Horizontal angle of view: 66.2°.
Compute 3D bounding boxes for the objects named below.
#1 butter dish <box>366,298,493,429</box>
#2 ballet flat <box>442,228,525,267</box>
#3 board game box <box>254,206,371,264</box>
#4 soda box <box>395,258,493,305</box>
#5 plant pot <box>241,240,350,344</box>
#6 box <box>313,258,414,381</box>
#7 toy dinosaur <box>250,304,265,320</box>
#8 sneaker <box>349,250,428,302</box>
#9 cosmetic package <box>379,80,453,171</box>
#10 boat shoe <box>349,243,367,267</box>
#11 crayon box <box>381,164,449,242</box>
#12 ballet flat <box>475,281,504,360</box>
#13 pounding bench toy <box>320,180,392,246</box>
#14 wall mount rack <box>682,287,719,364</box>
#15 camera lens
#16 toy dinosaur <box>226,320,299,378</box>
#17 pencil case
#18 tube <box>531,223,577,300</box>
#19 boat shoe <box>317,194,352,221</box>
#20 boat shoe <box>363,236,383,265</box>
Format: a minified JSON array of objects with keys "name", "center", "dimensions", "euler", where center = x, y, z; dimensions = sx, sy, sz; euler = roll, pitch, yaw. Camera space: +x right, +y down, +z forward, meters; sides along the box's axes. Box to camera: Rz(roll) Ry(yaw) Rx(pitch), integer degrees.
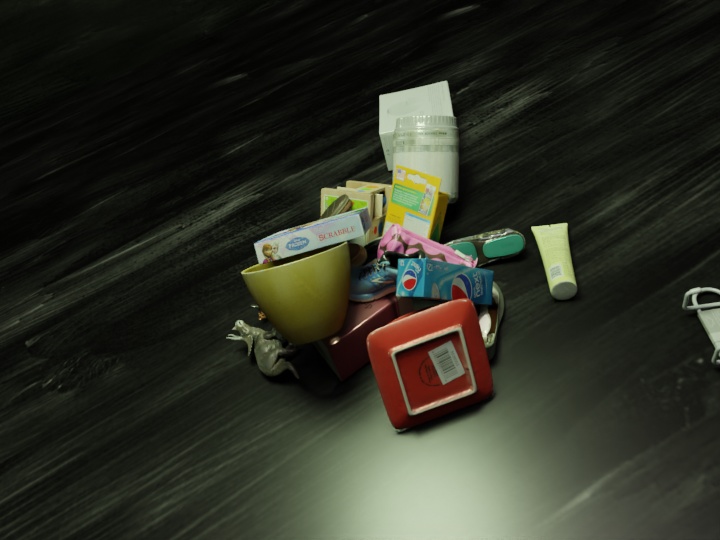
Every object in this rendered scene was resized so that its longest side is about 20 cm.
[{"name":"butter dish","center":[0.115,0.144,0.982],"dimensions":[0.194,0.205,0.148],"euler":[-19,20,0]},{"name":"ballet flat","center":[0.252,-0.045,1.186],"dimensions":[0.194,0.073,0.073],"euler":[-12,44,8]},{"name":"board game box","center":[-0.081,-0.070,1.042],"dimensions":[0.194,0.042,0.200],"euler":[-15,8,7]},{"name":"soda box","center":[0.152,0.023,0.976],"dimensions":[0.067,0.196,0.066],"euler":[-1,84,47]},{"name":"plant pot","center":[-0.097,0.044,0.973],"dimensions":[0.194,0.146,0.200],"euler":[-15,7,2]},{"name":"box","center":[-0.003,0.095,1.097],"dimensions":[0.198,0.111,0.128],"euler":[-34,45,-15]},{"name":"toy dinosaur","center":[-0.160,0.049,1.183],"dimensions":[0.132,0.199,0.106],"euler":[12,94,20]},{"name":"sneaker","center":[0.041,-0.004,1.032],"dimensions":[0.194,0.091,0.080],"euler":[-10,45,12]},{"name":"cosmetic package","center":[0.157,-0.394,1.503],"dimensions":[0.194,0.125,0.203],"euler":[-9,45,12]},{"name":"boat shoe","center":[-0.083,-0.021,1.136],"dimensions":[0.194,0.064,0.074],"euler":[-15,43,3]},{"name":"crayon box","center":[0.118,-0.114,1.201],"dimensions":[0.124,0.206,0.051],"euler":[25,22,36]},{"name":"ballet flat","center":[0.242,0.079,1.060],"dimensions":[0.065,0.065,0.203],"euler":[4,48,15]},{"name":"pounding bench toy","center":[-0.004,-0.093,1.279],"dimensions":[0.121,0.207,0.155],"euler":[10,19,23]},{"name":"wall mount rack","center":[0.646,0.080,0.910],"dimensions":[0.168,0.076,0.204],"euler":[-11,46,9]},{"name":"camera lens","center":[0.153,-0.249,1.289],"dimensions":[0.154,0.207,0.160],"euler":[0,9,0]},{"name":"toy dinosaur","center":[-0.179,0.169,1.128],"dimensions":[0.102,0.077,0.200],"euler":[-44,59,-1]},{"name":"pencil case","center":[0.134,-0.024,1.113],"dimensions":[0.195,0.094,0.093],"euler":[21,54,-10]},{"name":"tube","center":[0.400,-0.029,1.126],"dimensions":[0.057,0.052,0.203],"euler":[24,42,-16]},{"name":"boat shoe","center":[-0.070,-0.075,1.196],"dimensions":[0.200,0.067,0.073],"euler":[-48,17,27]},{"name":"boat shoe","center":[-0.002,-0.002,1.176],"dimensions":[0.195,0.076,0.066],"euler":[-26,14,19]}]
